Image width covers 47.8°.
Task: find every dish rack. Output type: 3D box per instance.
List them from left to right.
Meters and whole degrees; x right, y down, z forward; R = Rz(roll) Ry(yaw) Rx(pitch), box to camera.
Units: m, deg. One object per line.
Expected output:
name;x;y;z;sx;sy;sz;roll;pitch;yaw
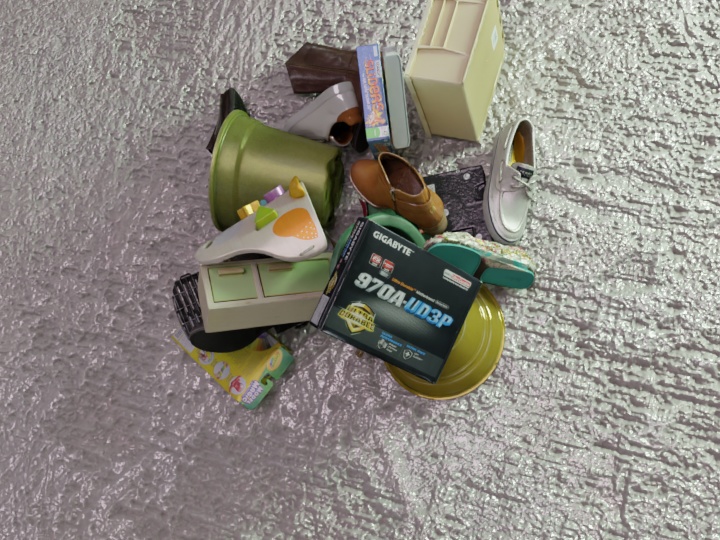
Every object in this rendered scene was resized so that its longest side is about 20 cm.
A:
dish rack;-0.195;0.048;1.300;0.197;0.055;0.154;-22;57;-15

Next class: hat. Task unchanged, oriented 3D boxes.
hat;0.000;0.000;1.221;0.199;0.175;0.168;-32;104;-27

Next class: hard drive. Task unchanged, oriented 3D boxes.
hard drive;0.054;-0.275;1.269;0.026;0.200;0.134;-7;108;4
hard drive;0.108;-0.080;1.296;0.197;0.038;0.142;-11;69;14

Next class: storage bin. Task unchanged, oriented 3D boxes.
storage bin;0.157;-0.335;1.274;0.092;0.200;0.201;13;77;19

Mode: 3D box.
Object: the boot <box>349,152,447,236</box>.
boot;0.045;-0.139;1.231;0.199;0.155;0.074;33;85;25

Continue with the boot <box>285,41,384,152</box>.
boot;-0.053;-0.305;1.415;0.197;0.064;0.189;13;78;25

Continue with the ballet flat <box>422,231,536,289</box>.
ballet flat;0.171;-0.021;1.198;0.076;0.197;0.065;-53;32;35

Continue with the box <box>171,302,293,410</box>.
box;-0.203;0.128;1.327;0.199;0.048;0.118;38;86;27

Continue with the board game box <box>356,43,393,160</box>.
board game box;0.024;-0.249;1.241;0.034;0.200;0.138;-7;90;4

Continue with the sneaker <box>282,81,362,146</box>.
sneaker;-0.066;-0.232;1.349;0.072;0.199;0.086;-23;88;-34

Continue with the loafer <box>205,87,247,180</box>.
loafer;-0.244;-0.230;1.443;0.070;0.073;0.203;-5;71;15

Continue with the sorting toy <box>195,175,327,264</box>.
sorting toy;-0.149;-0.054;1.172;0.178;0.200;0.108;-23;98;-2

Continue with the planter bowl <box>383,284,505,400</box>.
planter bowl;0.112;0.085;1.215;0.197;0.083;0.204;-6;70;17

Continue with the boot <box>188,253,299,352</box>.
boot;-0.187;0.025;1.247;0.197;0.070;0.175;-15;56;-23

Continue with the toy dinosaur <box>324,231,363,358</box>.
toy dinosaur;-0.019;0.030;1.261;0.058;0.101;0.203;-20;99;-24

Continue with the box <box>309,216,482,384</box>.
box;0.050;0.043;1.106;0.161;0.198;0.046;-64;23;-3

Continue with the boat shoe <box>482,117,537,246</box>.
boat shoe;0.237;-0.139;1.244;0.070;0.070;0.203;16;70;-17

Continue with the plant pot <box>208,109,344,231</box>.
plant pot;-0.127;-0.149;1.328;0.181;0.201;0.204;10;75;9

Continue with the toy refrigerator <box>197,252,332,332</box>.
toy refrigerator;-0.128;0.029;1.167;0.197;0.070;0.077;-5;57;-19
